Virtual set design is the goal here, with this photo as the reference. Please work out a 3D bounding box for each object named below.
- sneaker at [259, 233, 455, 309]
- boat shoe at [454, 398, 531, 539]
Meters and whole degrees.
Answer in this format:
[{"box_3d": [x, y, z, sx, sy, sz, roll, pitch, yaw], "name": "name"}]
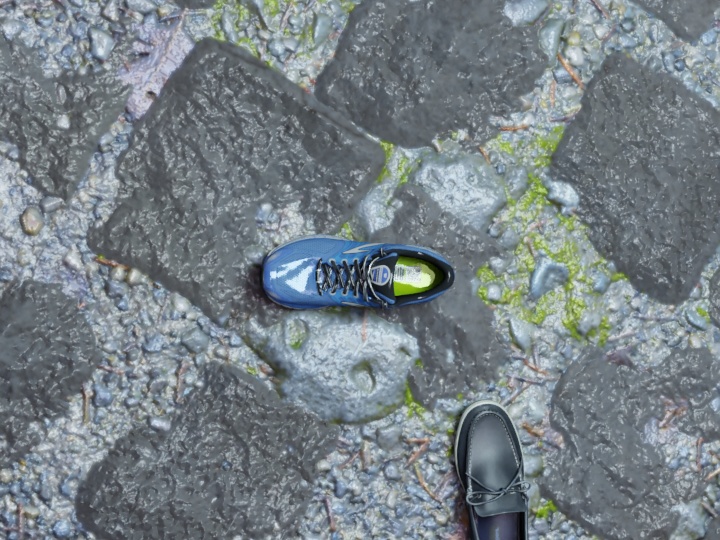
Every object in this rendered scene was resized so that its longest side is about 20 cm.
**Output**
[{"box_3d": [0.000, 0.000, 1.229, 0.200, 0.089, 0.079, -2, 89, -13], "name": "sneaker"}, {"box_3d": [0.140, 0.232, 1.274, 0.075, 0.062, 0.200, -3, 89, -11], "name": "boat shoe"}]
